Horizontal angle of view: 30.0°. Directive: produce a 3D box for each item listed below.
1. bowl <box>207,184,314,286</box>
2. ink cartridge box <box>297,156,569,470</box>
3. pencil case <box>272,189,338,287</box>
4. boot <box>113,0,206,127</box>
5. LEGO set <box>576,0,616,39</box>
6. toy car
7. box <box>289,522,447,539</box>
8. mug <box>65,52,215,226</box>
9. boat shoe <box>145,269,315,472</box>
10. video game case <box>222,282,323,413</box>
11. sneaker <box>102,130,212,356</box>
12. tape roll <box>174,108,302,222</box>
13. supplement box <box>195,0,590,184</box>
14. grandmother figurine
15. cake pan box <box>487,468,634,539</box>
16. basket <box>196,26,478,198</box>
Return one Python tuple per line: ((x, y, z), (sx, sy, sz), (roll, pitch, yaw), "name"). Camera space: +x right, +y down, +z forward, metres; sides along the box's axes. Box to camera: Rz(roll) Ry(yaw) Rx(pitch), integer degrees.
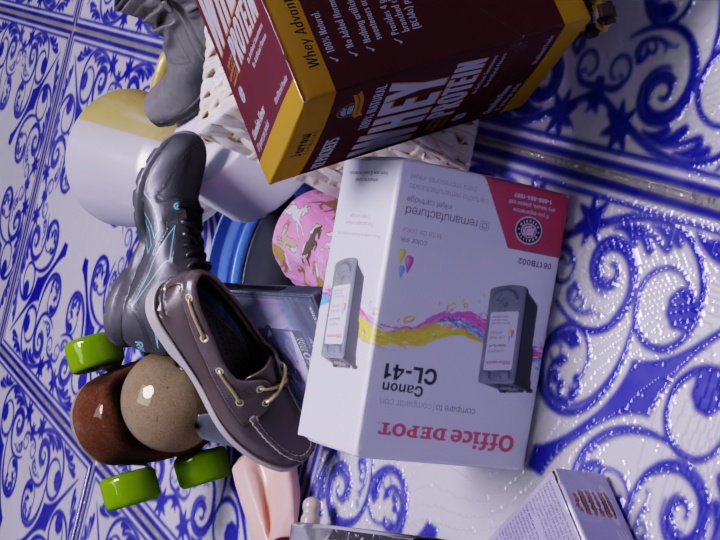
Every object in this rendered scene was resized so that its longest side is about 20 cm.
((-0.090, 0.003, 1.285), (0.200, 0.039, 0.201), (-26, 59, 54), "bowl")
((0.052, 0.031, 0.934), (0.086, 0.147, 0.201), (6, 87, 60), "ink cartridge box")
((0.000, 0.000, 1.097), (0.200, 0.083, 0.087), (35, 149, 57), "pencil case")
((-0.175, -0.220, 1.246), (0.200, 0.130, 0.068), (-30, 40, 41), "boot")
((0.165, -0.260, 0.871), (0.154, 0.116, 0.201), (0, 107, 70), "LEGO set")
((-0.163, 0.117, 1.237), (0.200, 0.157, 0.165), (-24, 81, 52), "toy car")
((-0.001, 0.298, 1.018), (0.158, 0.048, 0.201), (-6, 75, 52), "box")
((-0.215, -0.128, 1.417), (0.153, 0.149, 0.187), (17, 122, 51), "mug")
((-0.098, 0.085, 1.119), (0.059, 0.200, 0.072), (-23, 18, 43), "boat shoe")
((-0.062, 0.077, 1.147), (0.200, 0.019, 0.143), (1, 118, 55), "video game case")
((-0.160, -0.021, 1.175), (0.079, 0.075, 0.201), (18, 97, 29), "sneaker")
((-0.094, -0.148, 1.261), (0.202, 0.071, 0.203), (-37, 36, 33), "tape roll")
((0.005, -0.193, 0.883), (0.133, 0.199, 0.198), (127, 123, -68), "supplement box")
((-0.070, 0.243, 1.159), (0.121, 0.060, 0.200), (115, 151, -42), "grandmother figurine")
((0.121, 0.257, 0.842), (0.184, 0.052, 0.200), (-58, 36, 35), "cake pan box")
((-0.015, -0.140, 1.030), (0.135, 0.200, 0.124), (-27, 47, 51), "basket")
